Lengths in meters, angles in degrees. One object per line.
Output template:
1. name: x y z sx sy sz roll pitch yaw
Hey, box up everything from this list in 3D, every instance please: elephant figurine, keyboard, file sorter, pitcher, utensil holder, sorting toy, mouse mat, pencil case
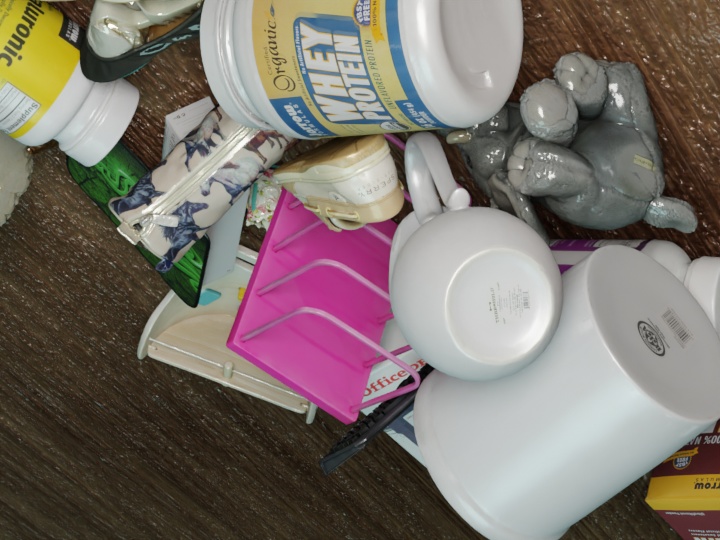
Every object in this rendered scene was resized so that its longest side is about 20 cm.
1. elephant figurine: 0.136 -0.087 1.211 0.140 0.157 0.200 -5 174 -26
2. keyboard: 0.034 0.114 1.384 0.021 0.199 0.127 50 143 3
3. file sorter: 0.000 0.000 1.349 0.138 0.202 0.125 34 146 -24
4. pitcher: 0.071 -0.013 1.155 0.120 0.174 0.200 -14 -170 -8
5. utensil holder: 0.166 0.099 1.236 0.169 0.171 0.200 31 130 -20
6. sorting toy: -0.113 0.042 1.608 0.198 0.108 0.181 21 144 0
7. mouse mat: -0.213 -0.064 1.479 0.200 0.008 0.161 45 154 12
8. pencil case: -0.115 -0.091 1.287 0.078 0.200 0.090 45 -172 -14

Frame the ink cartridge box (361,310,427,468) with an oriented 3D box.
1. ink cartridge box: 0.087 0.108 1.548 0.144 0.085 0.200 -30 128 23

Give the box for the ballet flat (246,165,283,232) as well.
1. ballet flat: -0.038 -0.021 1.477 0.199 0.065 0.075 37 147 -29

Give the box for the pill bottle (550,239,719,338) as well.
1. pill bottle: 0.221 0.030 1.345 0.198 0.113 0.113 2 147 32

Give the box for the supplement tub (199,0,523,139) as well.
1. supplement tub: 0.000 -0.168 1.112 0.198 0.146 0.145 -2 145 34

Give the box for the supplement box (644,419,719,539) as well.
1. supplement box: 0.369 0.156 1.374 0.132 0.202 0.197 -8 141 40

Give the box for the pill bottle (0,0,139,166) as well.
1. pill bottle: -0.289 -0.176 1.323 0.199 0.112 0.111 35 148 -26

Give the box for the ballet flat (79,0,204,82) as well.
1. ballet flat: -0.164 -0.205 1.225 0.198 0.069 0.068 -18 157 32

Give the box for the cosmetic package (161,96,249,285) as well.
1. cosmetic package: -0.147 -0.066 1.442 0.083 0.050 0.201 55 157 18

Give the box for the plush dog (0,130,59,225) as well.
1. plush dog: -0.391 -0.118 1.497 0.170 0.160 0.202 15 126 38

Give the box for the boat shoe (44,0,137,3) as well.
1. boat shoe: -0.200 -0.247 1.186 0.198 0.073 0.065 4 153 39

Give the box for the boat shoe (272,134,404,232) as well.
1. boat shoe: -0.016 -0.063 1.221 0.070 0.073 0.200 63 170 -9
